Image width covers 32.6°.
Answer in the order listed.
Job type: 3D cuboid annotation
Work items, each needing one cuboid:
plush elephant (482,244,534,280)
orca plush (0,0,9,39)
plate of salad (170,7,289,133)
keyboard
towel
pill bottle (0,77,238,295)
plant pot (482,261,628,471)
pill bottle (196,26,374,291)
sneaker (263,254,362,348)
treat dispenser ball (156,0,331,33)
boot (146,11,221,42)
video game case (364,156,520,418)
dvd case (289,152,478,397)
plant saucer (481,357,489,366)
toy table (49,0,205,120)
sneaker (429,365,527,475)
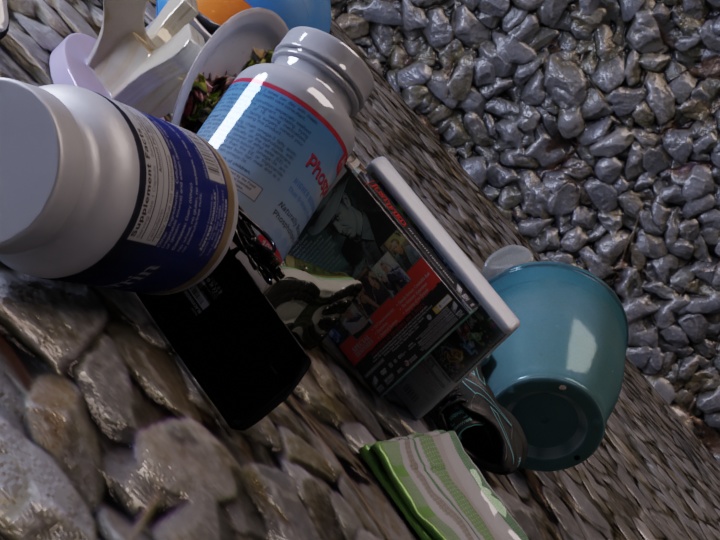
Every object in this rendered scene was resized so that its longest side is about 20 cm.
[{"bbox_3d":[0.230,0.059,1.717,0.165,0.155,0.200,56,13,29],"label":"plush elephant"},{"bbox_3d":[-0.344,-0.242,0.905,0.200,0.071,0.106,39,60,-23],"label":"orca plush"},{"bbox_3d":[-0.099,-0.123,1.053,0.048,0.201,0.200,21,2,21],"label":"plate of salad"},{"bbox_3d":[-0.099,0.004,0.852,0.200,0.104,0.040,53,14,15],"label":"keyboard"},{"bbox_3d":[0.082,0.201,1.065,0.149,0.031,0.200,52,13,17],"label":"towel"},{"bbox_3d":[-0.166,-0.049,0.753,0.116,0.116,0.200,53,13,18],"label":"pill bottle"},{"bbox_3d":[0.212,0.124,1.422,0.200,0.200,0.188,45,28,-18],"label":"plant pot"},{"bbox_3d":[-0.073,-0.086,0.949,0.108,0.200,0.109,29,-18,10],"label":"pill bottle"},{"bbox_3d":[-0.063,0.009,1.058,0.089,0.077,0.200,44,8,19],"label":"sneaker"},{"bbox_3d":[-0.133,-0.294,1.408,0.201,0.201,0.201,46,12,-13],"label":"treat dispenser ball"},{"bbox_3d":[-0.147,-0.193,1.302,0.200,0.096,0.074,43,13,-25],"label":"boot"},{"bbox_3d":[0.039,0.020,1.165,0.023,0.182,0.200,-29,76,-40],"label":"video game case"},{"bbox_3d":[0.000,0.000,1.136,0.200,0.146,0.022,50,37,9],"label":"dvd case"},{"bbox_3d":[0.089,0.058,1.439,0.019,0.070,0.200,53,7,-41],"label":"plant saucer"},{"bbox_3d":[-0.186,-0.182,1.089,0.184,0.117,0.200,40,14,-37],"label":"toy table"},{"bbox_3d":[0.099,0.124,1.255,0.200,0.075,0.079,50,15,7],"label":"sneaker"}]
